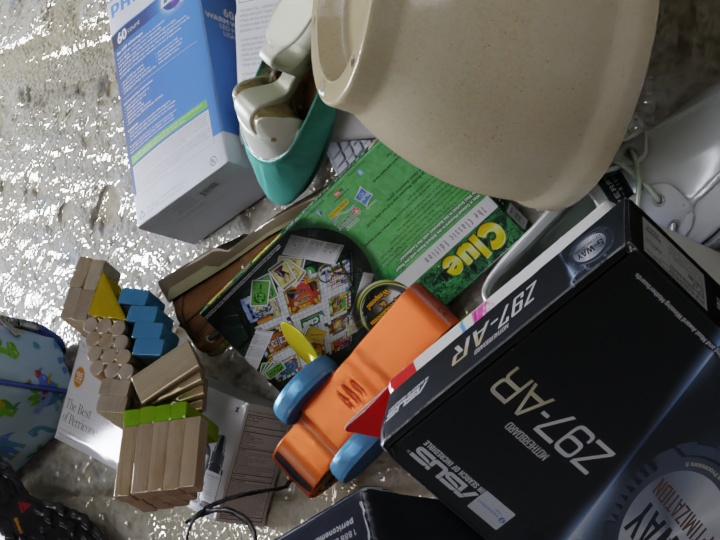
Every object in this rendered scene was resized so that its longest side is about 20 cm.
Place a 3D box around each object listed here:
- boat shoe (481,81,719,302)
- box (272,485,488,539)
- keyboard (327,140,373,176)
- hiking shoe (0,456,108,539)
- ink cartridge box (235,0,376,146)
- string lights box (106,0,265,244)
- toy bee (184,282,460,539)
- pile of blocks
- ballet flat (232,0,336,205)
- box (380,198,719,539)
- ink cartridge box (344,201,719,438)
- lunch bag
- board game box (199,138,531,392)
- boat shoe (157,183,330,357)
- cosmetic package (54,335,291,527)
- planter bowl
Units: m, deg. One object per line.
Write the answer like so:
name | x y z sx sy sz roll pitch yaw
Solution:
boat shoe | 0.148 -0.031 0.777 0.200 0.066 0.074 -49 50 22
box | 0.049 0.227 0.706 0.117 0.196 0.202 -34 57 33
keyboard | 0.001 -0.082 0.973 0.056 0.011 0.201 -43 52 27
hiking shoe | -0.243 0.220 1.089 0.199 0.075 0.101 37 143 28
ink cartridge box | -0.009 -0.173 0.938 0.199 0.044 0.179 2 97 48
string lights box | -0.127 -0.135 1.078 0.102 0.059 0.202 -30 59 34
toy bee | -0.019 0.091 0.885 0.198 0.109 0.132 -26 78 5
pile of blocks | -0.135 0.074 0.962 0.082 0.062 0.201 -30 57 7
ballet flat | -0.044 -0.124 0.900 0.067 0.070 0.201 46 128 29
box | 0.133 0.087 0.676 0.160 0.200 0.044 -41 16 27
ink cartridge box | 0.099 0.061 0.762 0.200 0.116 0.068 -42 52 28
lunch bag | -0.330 0.112 1.131 0.200 0.160 0.083 -43 52 28
board game box | 0.000 0.000 0.897 0.105 0.023 0.200 46 117 -6
boat shoe | -0.043 -0.006 0.961 0.199 0.072 0.068 -28 92 34
cosmetic package | -0.136 0.109 1.023 0.199 0.050 0.083 15 88 45
planter bowl | 0.051 -0.139 0.756 0.200 0.133 0.203 -175 90 -72
